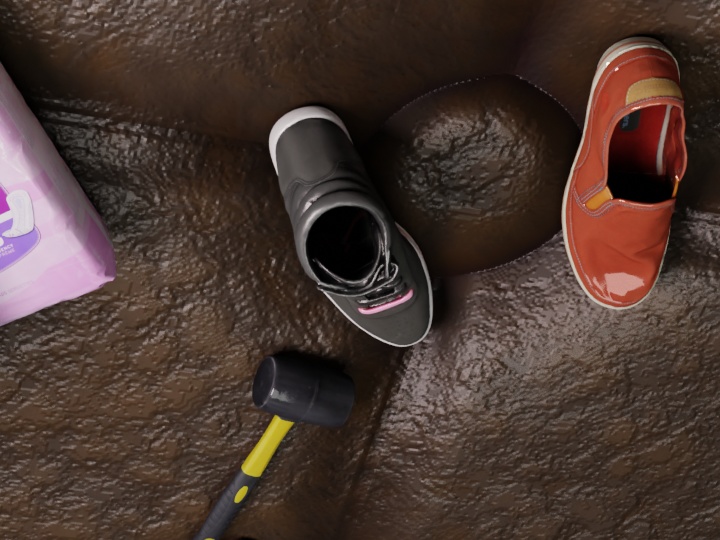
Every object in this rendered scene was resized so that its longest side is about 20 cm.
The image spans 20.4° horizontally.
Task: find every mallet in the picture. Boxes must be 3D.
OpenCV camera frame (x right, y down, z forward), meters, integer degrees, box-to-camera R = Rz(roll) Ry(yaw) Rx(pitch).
[{"bbox_3d":[-0.064,0.137,1.399,0.066,0.041,0.200,9,131,-19],"label":"mallet"}]

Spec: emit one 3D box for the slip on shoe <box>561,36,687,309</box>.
[{"bbox_3d":[0.170,-0.050,1.266,0.074,0.061,0.200,-4,130,-8],"label":"slip on shoe"}]

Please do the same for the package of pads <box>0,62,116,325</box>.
[{"bbox_3d":[-0.241,-0.054,1.188,0.120,0.076,0.200,-24,128,7],"label":"package of pads"}]

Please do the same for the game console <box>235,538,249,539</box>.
[{"bbox_3d":[-0.071,0.302,1.539,0.200,0.119,0.172,26,152,-26],"label":"game console"}]

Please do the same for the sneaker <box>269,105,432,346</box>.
[{"bbox_3d":[0.000,0.000,1.254,0.071,0.099,0.200,-22,130,7],"label":"sneaker"}]
